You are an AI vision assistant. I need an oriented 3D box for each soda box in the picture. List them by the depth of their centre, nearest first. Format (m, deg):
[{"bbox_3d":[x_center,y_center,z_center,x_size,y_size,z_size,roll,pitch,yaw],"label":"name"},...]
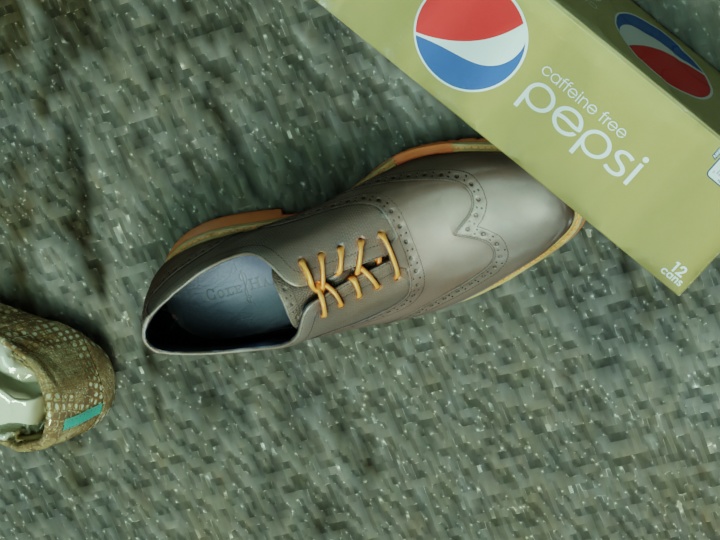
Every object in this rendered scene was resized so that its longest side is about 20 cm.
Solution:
[{"bbox_3d":[0.074,-0.084,0.854,0.200,0.068,0.064,40,116,-3],"label":"soda box"}]

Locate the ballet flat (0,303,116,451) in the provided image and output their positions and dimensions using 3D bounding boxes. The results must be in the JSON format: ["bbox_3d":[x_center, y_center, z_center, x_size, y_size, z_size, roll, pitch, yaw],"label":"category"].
[{"bbox_3d":[-0.211,0.033,0.982,0.200,0.065,0.071,14,113,10],"label":"ballet flat"}]

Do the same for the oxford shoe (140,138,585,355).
[{"bbox_3d":[0.000,0.000,0.905,0.200,0.073,0.071,-19,106,21],"label":"oxford shoe"}]
